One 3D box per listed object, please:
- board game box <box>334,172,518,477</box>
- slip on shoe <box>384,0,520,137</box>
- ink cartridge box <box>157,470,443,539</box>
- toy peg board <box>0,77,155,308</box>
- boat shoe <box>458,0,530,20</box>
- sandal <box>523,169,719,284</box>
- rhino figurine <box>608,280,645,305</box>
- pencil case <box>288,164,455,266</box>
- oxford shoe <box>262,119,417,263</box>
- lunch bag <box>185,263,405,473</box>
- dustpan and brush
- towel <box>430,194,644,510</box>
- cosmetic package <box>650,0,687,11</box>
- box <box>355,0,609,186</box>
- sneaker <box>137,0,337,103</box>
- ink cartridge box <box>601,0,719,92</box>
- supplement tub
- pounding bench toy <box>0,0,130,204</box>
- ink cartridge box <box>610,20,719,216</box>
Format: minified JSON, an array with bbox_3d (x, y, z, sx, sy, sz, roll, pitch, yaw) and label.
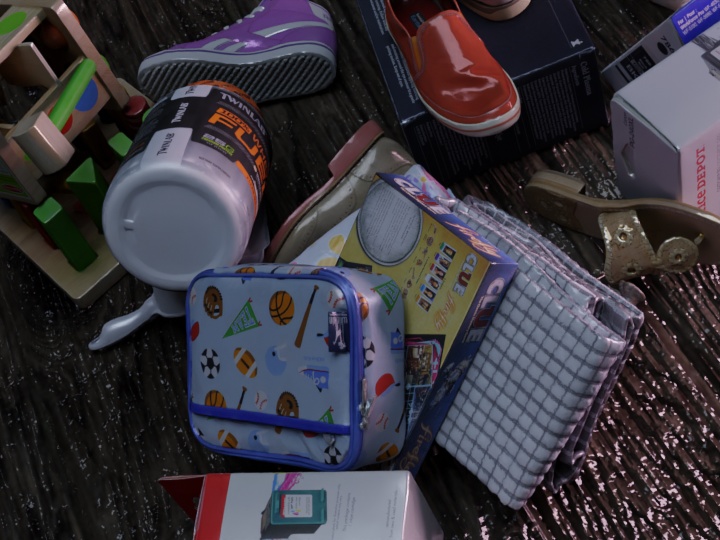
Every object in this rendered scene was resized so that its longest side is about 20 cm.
[{"bbox_3d":[0.025,0.046,1.097,0.135,0.034,0.201,40,115,36],"label":"board game box"},{"bbox_3d":[0.072,-0.187,1.216,0.074,0.061,0.201,-26,54,-3],"label":"slip on shoe"},{"bbox_3d":[-0.047,0.203,1.069,0.198,0.116,0.068,-4,56,17],"label":"ink cartridge box"},{"bbox_3d":[-0.263,-0.104,1.375,0.200,0.098,0.199,-43,54,-15],"label":"toy peg board"},{"bbox_3d":[0.070,-0.296,1.289,0.199,0.069,0.075,30,69,34],"label":"boat shoe"},{"bbox_3d":[0.213,-0.020,1.176,0.211,0.078,0.070,21,66,39],"label":"sandal"},{"bbox_3d":[0.132,0.022,1.177,0.199,0.060,0.088,26,77,35],"label":"rhino figurine"},{"bbox_3d":[0.000,0.000,1.198,0.200,0.091,0.083,-38,70,6],"label":"pencil case"},{"bbox_3d":[-0.025,-0.033,1.255,0.075,0.070,0.201,37,93,4],"label":"oxford shoe"},{"bbox_3d":[-0.050,0.076,1.093,0.199,0.075,0.162,4,94,43],"label":"lunch bag"},{"bbox_3d":[-0.164,0.012,1.281,0.199,0.058,0.140,-23,25,4],"label":"dustpan and brush"},{"bbox_3d":[0.112,0.058,1.097,0.200,0.085,0.167,40,116,36],"label":"towel"},{"bbox_3d":[0.266,-0.331,1.371,0.199,0.087,0.103,33,71,33],"label":"cosmetic package"},{"bbox_3d":[0.108,-0.202,1.319,0.181,0.104,0.201,-20,52,5],"label":"box"},{"bbox_3d":[-0.122,-0.222,1.436,0.198,0.073,0.115,-4,50,1],"label":"sneaker"},{"bbox_3d":[0.281,-0.209,1.220,0.099,0.200,0.039,-38,89,-10],"label":"ink cartridge box"},{"bbox_3d":[-0.141,-0.080,1.222,0.121,0.123,0.201,-10,29,11],"label":"supplement tub"},{"bbox_3d":[-0.289,-0.160,1.295,0.199,0.125,0.156,12,55,43],"label":"pounding bench toy"},{"bbox_3d":[0.311,-0.131,1.174,0.199,0.146,0.083,-35,56,-8],"label":"ink cartridge box"}]
